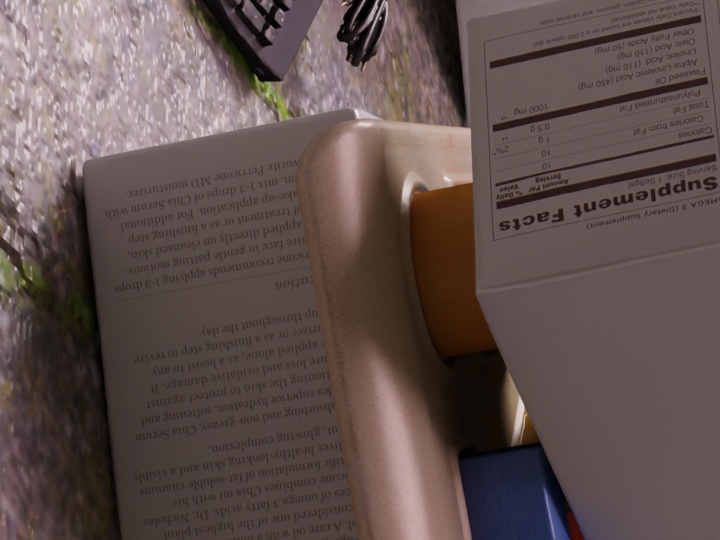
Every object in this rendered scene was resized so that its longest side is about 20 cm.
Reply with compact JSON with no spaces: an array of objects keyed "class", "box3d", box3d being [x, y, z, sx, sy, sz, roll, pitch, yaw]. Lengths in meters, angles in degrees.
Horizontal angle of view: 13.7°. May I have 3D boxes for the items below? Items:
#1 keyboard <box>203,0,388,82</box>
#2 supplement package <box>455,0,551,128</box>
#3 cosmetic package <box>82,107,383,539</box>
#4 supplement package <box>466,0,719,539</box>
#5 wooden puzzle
[{"class":"keyboard","box3d":[0.001,-0.159,1.174,0.200,0.021,0.127,-65,145,-22]},{"class":"supplement package","box3d":[0.100,-0.174,1.350,0.110,0.114,0.200,-77,164,-48]},{"class":"cosmetic package","box3d":[-0.023,0.056,0.983,0.071,0.101,0.200,18,65,-68]},{"class":"supplement package","box3d":[0.133,0.011,0.925,0.200,0.156,0.111,64,19,-47]},{"class":"wooden puzzle","box3d":[0.046,0.042,0.963,0.200,0.046,0.185,-7,87,-71]}]
